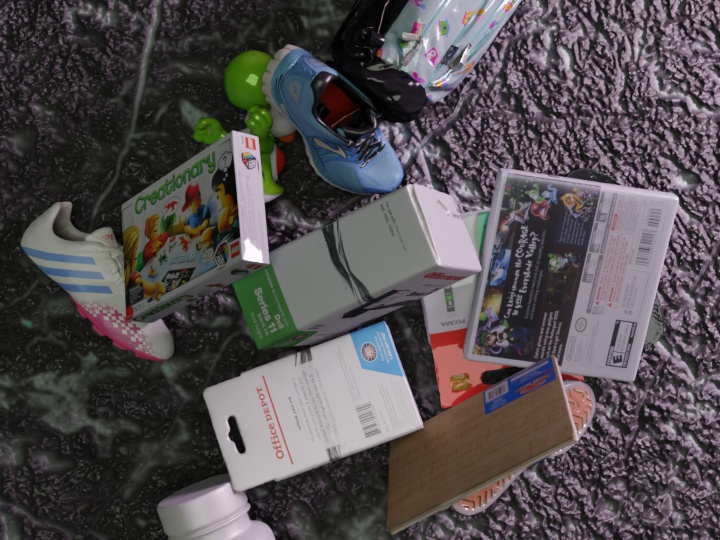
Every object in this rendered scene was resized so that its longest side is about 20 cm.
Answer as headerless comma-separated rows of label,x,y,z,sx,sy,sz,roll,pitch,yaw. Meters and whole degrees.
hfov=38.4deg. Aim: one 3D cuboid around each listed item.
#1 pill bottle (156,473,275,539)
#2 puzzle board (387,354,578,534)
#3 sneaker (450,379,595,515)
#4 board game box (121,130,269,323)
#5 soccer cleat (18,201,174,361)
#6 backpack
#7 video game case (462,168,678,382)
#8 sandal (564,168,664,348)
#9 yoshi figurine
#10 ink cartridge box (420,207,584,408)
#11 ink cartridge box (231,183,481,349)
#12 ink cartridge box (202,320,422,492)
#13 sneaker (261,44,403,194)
pill bottle,-0.132,0.317,1.056,0.114,0.114,0.201,-20,91,1
puzzle board,0.114,0.169,1.012,0.200,0.151,0.017,-30,109,15
sneaker,0.151,0.171,1.071,0.200,0.080,0.072,-31,109,-19
board game box,-0.164,-0.037,0.996,0.200,0.035,0.127,-25,65,42
soccer cleat,-0.261,0.010,1.066,0.200,0.070,0.086,39,101,1
backpack,0.066,-0.245,1.025,0.126,0.167,0.200,39,87,-18
video game case,0.209,0.007,1.045,0.181,0.023,0.201,8,107,-4
sandal,0.268,-0.015,1.071,0.075,0.048,0.201,-23,92,2
yoshi figurine,-0.122,-0.138,1.046,0.112,0.112,0.200,26,89,6
ink cartridge box,0.145,0.035,1.076,0.160,0.050,0.201,-10,90,1
ink cartridge box,0.000,0.000,0.996,0.200,0.147,0.083,-26,79,20
ink cartridge box,-0.047,0.141,1.064,0.199,0.068,0.116,-20,81,1
sneaker,-0.014,-0.132,1.013,0.078,0.090,0.200,-55,135,-7
